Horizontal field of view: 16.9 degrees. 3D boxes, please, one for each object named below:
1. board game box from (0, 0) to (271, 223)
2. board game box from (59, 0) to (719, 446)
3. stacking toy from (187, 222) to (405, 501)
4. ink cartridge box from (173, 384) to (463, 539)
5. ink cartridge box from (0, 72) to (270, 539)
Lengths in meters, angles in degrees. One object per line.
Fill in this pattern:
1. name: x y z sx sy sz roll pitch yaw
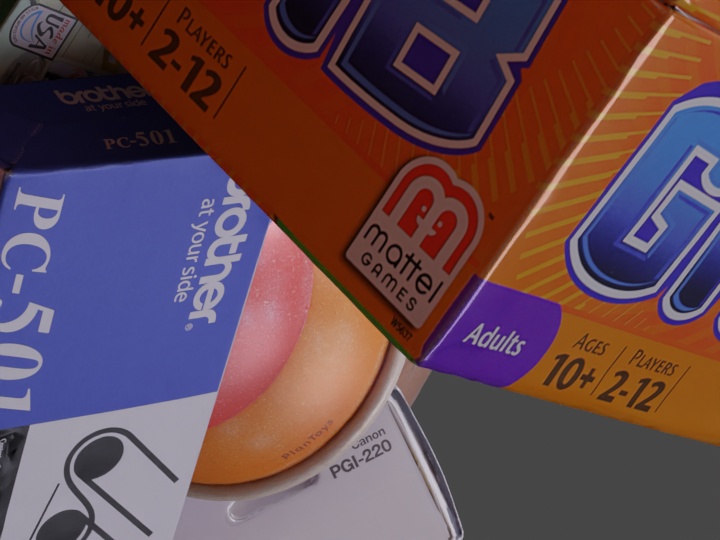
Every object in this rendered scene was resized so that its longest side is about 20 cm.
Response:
1. board game box: -0.109 0.008 0.731 0.134 0.029 0.201 18 113 -47
2. board game box: 0.067 -0.097 0.653 0.199 0.200 0.201 17 112 -52
3. stacking toy: -0.077 -0.004 0.840 0.147 0.146 0.200 -53 155 4
4. ink cartridge box: -0.043 0.106 1.165 0.145 0.085 0.200 -26 -173 -4
5. ink cartridge box: -0.092 0.037 0.712 0.093 0.044 0.201 -8 131 -36
